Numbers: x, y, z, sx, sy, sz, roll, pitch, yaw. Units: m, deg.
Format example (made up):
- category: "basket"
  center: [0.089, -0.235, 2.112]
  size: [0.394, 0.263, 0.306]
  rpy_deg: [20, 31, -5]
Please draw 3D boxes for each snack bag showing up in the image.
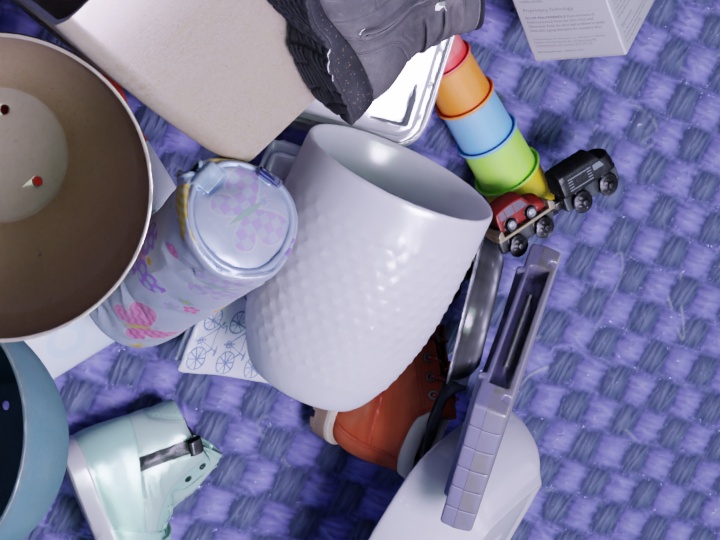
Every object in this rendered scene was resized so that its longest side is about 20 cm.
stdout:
- category: "snack bag"
  center: [-0.038, 0.003, 1.709]
  size: [0.199, 0.021, 0.190]
  rpy_deg: [12, 106, -49]

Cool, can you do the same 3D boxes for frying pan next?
- category: "frying pan"
  center: [0.075, 0.065, 1.651]
  size: [0.031, 0.115, 0.191]
  rpy_deg: [13, 102, 3]

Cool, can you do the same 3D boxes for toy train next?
- category: "toy train"
  center: [0.119, -0.038, 1.727]
  size: [0.199, 0.034, 0.046]
  rpy_deg: [-33, 118, -20]

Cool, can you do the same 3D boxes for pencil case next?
- category: "pencil case"
  center: [-0.121, -0.009, 1.518]
  size: [0.090, 0.200, 0.083]
  rpy_deg: [34, 61, -14]

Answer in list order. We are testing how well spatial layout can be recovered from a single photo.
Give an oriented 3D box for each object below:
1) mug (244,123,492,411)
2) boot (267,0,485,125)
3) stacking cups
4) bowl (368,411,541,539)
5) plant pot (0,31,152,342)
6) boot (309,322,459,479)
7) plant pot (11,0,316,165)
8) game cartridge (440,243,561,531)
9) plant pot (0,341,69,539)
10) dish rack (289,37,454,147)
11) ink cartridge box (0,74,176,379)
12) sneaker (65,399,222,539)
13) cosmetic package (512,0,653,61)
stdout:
- category: "mug"
  center: [0.000, 0.000, 1.635]
  size: [0.147, 0.200, 0.176]
  rpy_deg: [28, 107, 7]
- category: "boot"
  center: [0.003, -0.199, 1.402]
  size: [0.131, 0.070, 0.200]
  rpy_deg: [-40, 143, -13]
- category: "stacking cups"
  center: [0.094, -0.122, 1.737]
  size: [0.060, 0.060, 0.201]
  rpy_deg: [-37, 124, -11]
- category: "bowl"
  center: [0.070, 0.215, 1.792]
  size: [0.200, 0.074, 0.201]
  rpy_deg: [-28, 149, -62]
- category: "plant pot"
  center: [-0.242, -0.067, 1.483]
  size: [0.199, 0.134, 0.202]
  rpy_deg: [-2, 104, -9]
- category: "boot"
  center: [0.048, 0.066, 1.756]
  size: [0.075, 0.107, 0.201]
  rpy_deg: [4, 113, -58]
- category: "plant pot"
  center: [-0.105, -0.189, 1.482]
  size: [0.200, 0.200, 0.177]
  rpy_deg: [-44, 121, -6]
- category: "game cartridge"
  center: [0.104, 0.087, 1.682]
  size: [0.038, 0.200, 0.130]
  rpy_deg: [21, 130, 3]
- category: "plant pot"
  center: [-0.283, 0.121, 1.559]
  size: [0.201, 0.200, 0.135]
  rpy_deg: [-60, 155, 6]
- category: "dish rack"
  center: [-0.003, -0.191, 1.627]
  size: [0.171, 0.044, 0.201]
  rpy_deg: [13, 104, -17]
- category: "ink cartridge box"
  center: [-0.208, -0.038, 1.599]
  size: [0.160, 0.047, 0.201]
  rpy_deg: [-31, 126, -16]
- category: "sneaker"
  center: [-0.148, 0.195, 1.723]
  size: [0.118, 0.074, 0.201]
  rpy_deg: [-24, 120, -12]
- category: "cosmetic package"
  center: [0.153, -0.269, 1.660]
  size: [0.108, 0.084, 0.201]
  rpy_deg: [-58, 135, -41]
